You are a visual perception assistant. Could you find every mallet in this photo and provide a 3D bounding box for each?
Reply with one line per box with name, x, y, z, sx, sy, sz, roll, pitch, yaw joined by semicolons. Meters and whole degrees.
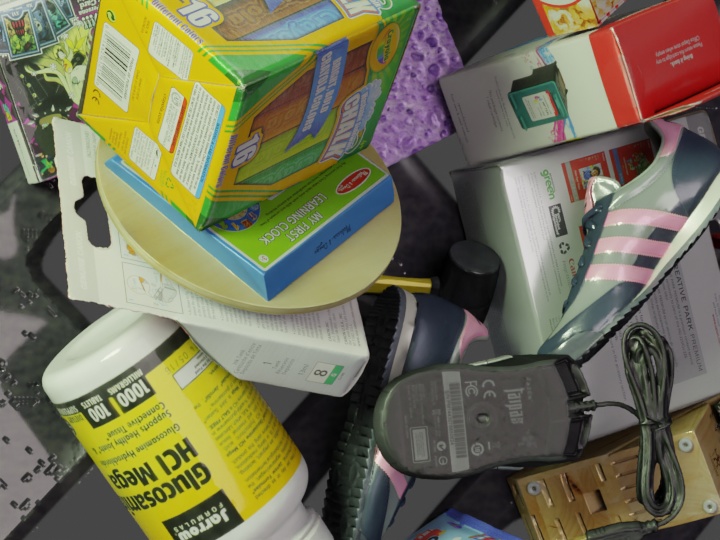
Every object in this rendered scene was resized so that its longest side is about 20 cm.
mallet;0.000;0.000;1.469;0.199;0.041;0.066;11;125;-20

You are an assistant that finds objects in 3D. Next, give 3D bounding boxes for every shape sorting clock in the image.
shape sorting clock;-0.069;-0.050;1.365;0.199;0.039;0.201;11;44;-11

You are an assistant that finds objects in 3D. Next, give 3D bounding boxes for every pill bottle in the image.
pill bottle;-0.105;0.117;1.390;0.112;0.112;0.200;-39;103;-19

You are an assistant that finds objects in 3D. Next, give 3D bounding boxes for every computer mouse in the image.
computer mouse;0.110;0.118;1.397;0.199;0.046;0.141;-11;91;-6

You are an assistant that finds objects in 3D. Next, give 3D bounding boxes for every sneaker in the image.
sneaker;0.032;0.116;1.447;0.082;0.070;0.201;13;97;-22
sneaker;0.168;-0.015;1.457;0.082;0.070;0.200;40;76;7

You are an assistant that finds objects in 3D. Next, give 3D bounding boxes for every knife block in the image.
knife block;0.224;0.128;1.571;0.064;0.199;0.176;68;23;-7

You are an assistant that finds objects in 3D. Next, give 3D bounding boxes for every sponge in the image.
sponge;0.001;-0.172;1.488;0.111;0.030;0.201;-25;98;-23

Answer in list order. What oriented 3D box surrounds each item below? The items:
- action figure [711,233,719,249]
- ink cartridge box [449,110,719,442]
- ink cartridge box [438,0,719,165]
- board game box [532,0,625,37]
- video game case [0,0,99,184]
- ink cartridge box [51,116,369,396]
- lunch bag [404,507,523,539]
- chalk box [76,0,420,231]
action figure;0.321;-0.071;1.616;0.200;0.052;0.066;-45;111;-23
ink cartridge box;0.177;0.003;1.531;0.175;0.084;0.201;-16;96;-22
ink cartridge box;0.166;-0.132;1.453;0.116;0.199;0.068;-26;100;-44
board game box;0.139;-0.276;1.419;0.151;0.046;0.201;-41;113;-41
video game case;-0.154;-0.174;1.417;0.199;0.036;0.182;-23;98;-22
ink cartridge box;-0.101;-0.008;1.367;0.199;0.050;0.161;11;43;-24
lunch bag;0.063;0.238;1.413;0.150;0.200;0.094;-33;101;-20
chalk box;-0.054;-0.136;1.336;0.200;0.125;0.124;-29;61;-38
